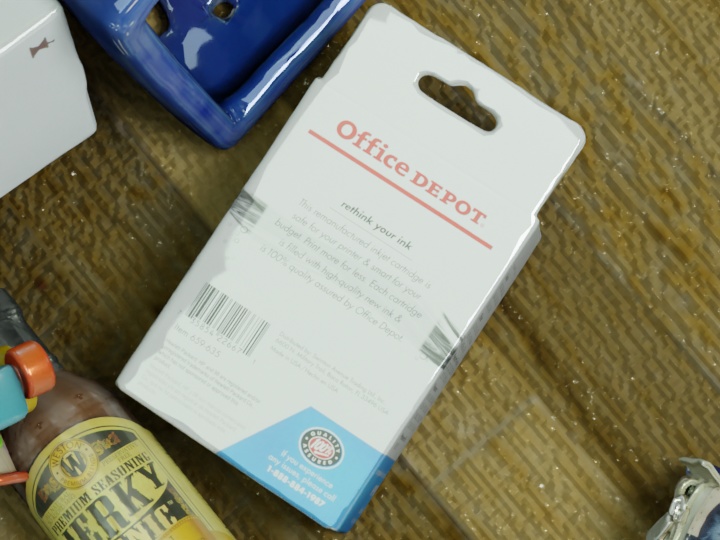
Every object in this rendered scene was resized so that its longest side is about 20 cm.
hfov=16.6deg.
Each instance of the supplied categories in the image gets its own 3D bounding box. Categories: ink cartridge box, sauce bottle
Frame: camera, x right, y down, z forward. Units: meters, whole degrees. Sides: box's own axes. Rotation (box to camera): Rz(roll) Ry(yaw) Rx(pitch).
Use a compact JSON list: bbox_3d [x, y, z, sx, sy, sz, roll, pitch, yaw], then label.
[{"bbox_3d":[0.000,0.000,1.062,0.116,0.067,0.200,33,87,9],"label":"ink cartridge box"},{"bbox_3d":[-0.111,0.095,1.061,0.065,0.065,0.200,-41,78,-2],"label":"sauce bottle"}]

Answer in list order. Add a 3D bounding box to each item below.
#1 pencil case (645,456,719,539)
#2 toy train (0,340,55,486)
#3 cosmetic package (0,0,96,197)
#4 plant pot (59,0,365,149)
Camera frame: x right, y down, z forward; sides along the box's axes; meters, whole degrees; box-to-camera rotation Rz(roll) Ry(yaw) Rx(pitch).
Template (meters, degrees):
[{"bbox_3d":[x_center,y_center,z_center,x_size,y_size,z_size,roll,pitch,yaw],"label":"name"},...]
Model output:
[{"bbox_3d":[0.125,0.178,1.019,0.089,0.078,0.200,29,85,-12],"label":"pencil case"},{"bbox_3d":[-0.215,0.089,1.001,0.200,0.150,0.056,-19,97,22],"label":"toy train"},{"bbox_3d":[-0.199,-0.129,1.016,0.071,0.101,0.200,-37,68,-14],"label":"cosmetic package"},{"bbox_3d":[-0.076,-0.196,1.036,0.180,0.200,0.200,41,88,15],"label":"plant pot"}]
